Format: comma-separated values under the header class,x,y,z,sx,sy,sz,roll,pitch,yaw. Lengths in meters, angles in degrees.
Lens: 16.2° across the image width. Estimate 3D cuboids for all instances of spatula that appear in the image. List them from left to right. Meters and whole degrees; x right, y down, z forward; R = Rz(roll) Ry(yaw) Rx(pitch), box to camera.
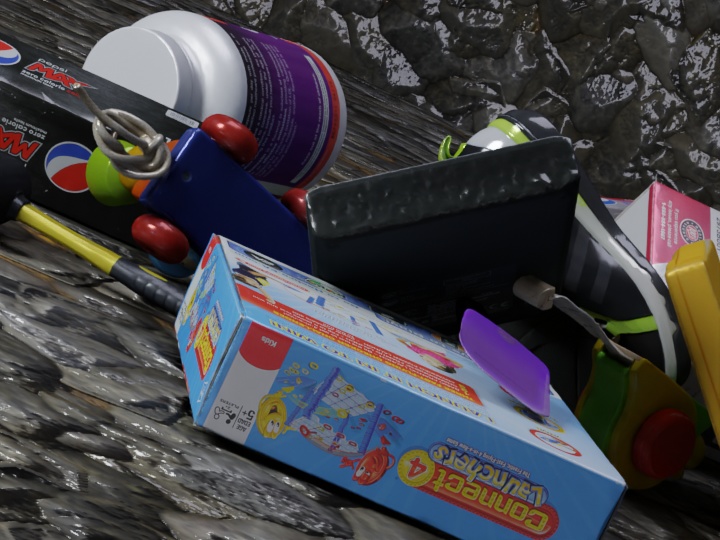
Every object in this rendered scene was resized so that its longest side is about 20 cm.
class,x,y,z,sx,sy,sz,roll,pitch,yaw
spatula,0.065,0.035,1.292,0.056,0.021,0.200,38,3,-8

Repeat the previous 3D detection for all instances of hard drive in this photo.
class,x,y,z,sx,sy,sz,roll,pitch,yaw
hard drive,0.044,-0.008,1.363,0.139,0.033,0.200,-12,-19,-3

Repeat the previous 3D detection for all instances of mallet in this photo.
class,x,y,z,sx,sy,sz,roll,pitch,yaw
mallet,-0.139,-0.005,1.337,0.200,0.041,0.066,31,10,16

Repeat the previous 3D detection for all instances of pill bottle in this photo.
class,x,y,z,sx,sy,sz,roll,pitch,yaw
pill bottle,-0.100,-0.110,1.685,0.112,0.113,0.200,28,9,27

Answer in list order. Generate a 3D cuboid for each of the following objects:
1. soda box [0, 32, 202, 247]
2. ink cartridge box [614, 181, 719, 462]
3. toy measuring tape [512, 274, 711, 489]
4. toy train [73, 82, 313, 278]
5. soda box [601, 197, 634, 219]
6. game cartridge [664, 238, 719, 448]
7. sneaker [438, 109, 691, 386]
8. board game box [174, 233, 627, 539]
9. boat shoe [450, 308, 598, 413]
class,x,y,z,sx,sy,sz,roll,pitch,yaw
soda box,-0.200,-0.090,1.526,0.200,0.071,0.063,24,28,-3
ink cartridge box,0.256,0.051,1.694,0.200,0.084,0.145,24,48,-18
toy measuring tape,0.135,0.074,1.429,0.200,0.074,0.074,37,-3,-43
toy train,-0.115,-0.052,1.398,0.200,0.085,0.116,43,-16,-34
soda box,0.227,-0.028,2.252,0.200,0.070,0.063,5,11,-21
game cartridge,0.216,0.073,1.472,0.032,0.177,0.200,-18,1,11
sneaker,0.115,-0.001,1.503,0.200,0.083,0.072,55,-13,3
board game box,0.013,0.063,1.233,0.200,0.056,0.196,24,8,-11
boat shoe,0.092,0.047,1.547,0.202,0.075,0.065,10,-2,-37
